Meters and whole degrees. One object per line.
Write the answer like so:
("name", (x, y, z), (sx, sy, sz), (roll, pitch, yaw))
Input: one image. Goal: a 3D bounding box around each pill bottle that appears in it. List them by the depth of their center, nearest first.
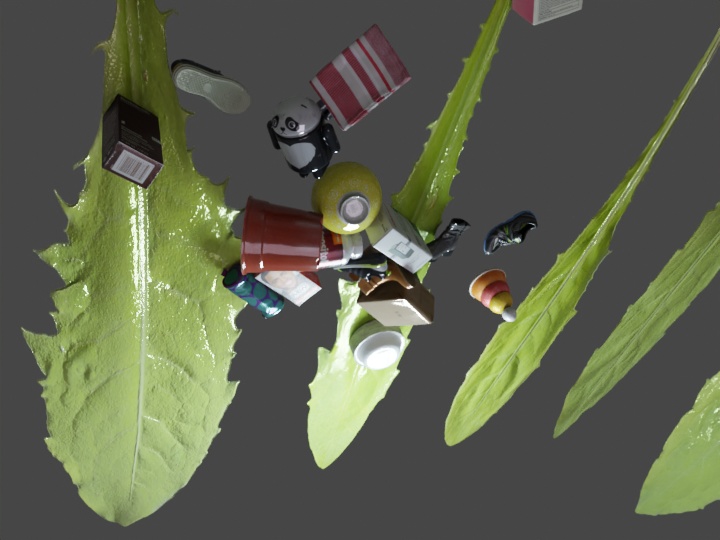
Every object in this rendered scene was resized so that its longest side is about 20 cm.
("pill bottle", (-0.099, -0.065, 1.586), (0.197, 0.114, 0.114), (-9, 136, -17))

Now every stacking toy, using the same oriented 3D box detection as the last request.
("stacking toy", (0.483, 0.103, 1.950), (0.144, 0.201, 0.147), (-12, 136, -12))

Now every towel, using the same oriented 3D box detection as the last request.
("towel", (-0.003, -0.437, 1.266), (0.199, 0.023, 0.145), (-35, 94, 15))

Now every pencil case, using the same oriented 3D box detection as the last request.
("pencil case", (-0.314, 0.061, 1.633), (0.086, 0.092, 0.200), (-58, 136, -13))

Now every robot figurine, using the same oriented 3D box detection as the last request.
("robot figurine", (-0.135, -0.312, 1.316), (0.148, 0.126, 0.201), (-22, 138, -2))

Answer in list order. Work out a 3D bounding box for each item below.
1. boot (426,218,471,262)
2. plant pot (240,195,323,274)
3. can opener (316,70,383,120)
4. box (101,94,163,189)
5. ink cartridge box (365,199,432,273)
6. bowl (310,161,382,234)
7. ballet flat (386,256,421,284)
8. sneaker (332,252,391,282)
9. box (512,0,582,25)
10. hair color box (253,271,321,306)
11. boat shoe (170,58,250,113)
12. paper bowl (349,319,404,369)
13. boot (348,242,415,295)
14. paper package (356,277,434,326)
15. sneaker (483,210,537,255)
("boot", (0.256, -0.103, 1.719), (0.199, 0.070, 0.132), (-21, 148, -53))
("plant pot", (-0.196, -0.080, 1.424), (0.192, 0.202, 0.203), (6, 132, -5))
("can opener", (-0.016, -0.427, 1.300), (0.199, 0.067, 0.053), (-40, 135, 11))
("box", (-0.473, -0.269, 1.151), (0.100, 0.201, 0.075), (27, 116, -41))
("ink cartridge box", (0.102, -0.102, 1.617), (0.084, 0.147, 0.199), (-41, 134, 19))
("bowl", (-0.026, -0.178, 1.472), (0.197, 0.108, 0.203), (-7, 117, -13))
("ballet flat", (0.138, 0.010, 1.802), (0.067, 0.064, 0.199), (-40, 135, 14))
("sneaker", (0.000, 0.000, 1.649), (0.072, 0.198, 0.084), (-38, 117, -44))
("box", (0.416, -0.674, 1.222), (0.126, 0.110, 0.201), (-19, 137, -5))
("hair color box", (-0.217, 0.018, 1.652), (0.101, 0.062, 0.200), (-37, 135, 15))
("boat shoe", (-0.320, -0.399, 1.197), (0.199, 0.062, 0.075), (10, 124, -51))
("paper bowl", (0.066, 0.278, 2.006), (0.198, 0.105, 0.202), (-12, 137, -11))
("boot", (0.065, 0.022, 1.694), (0.155, 0.200, 0.073), (-50, 154, 20))
("paper package", (0.114, 0.095, 1.794), (0.188, 0.105, 0.200), (-8, 149, 32))
("sneaker", (0.491, -0.117, 1.823), (0.198, 0.083, 0.071), (-35, 136, 12))
